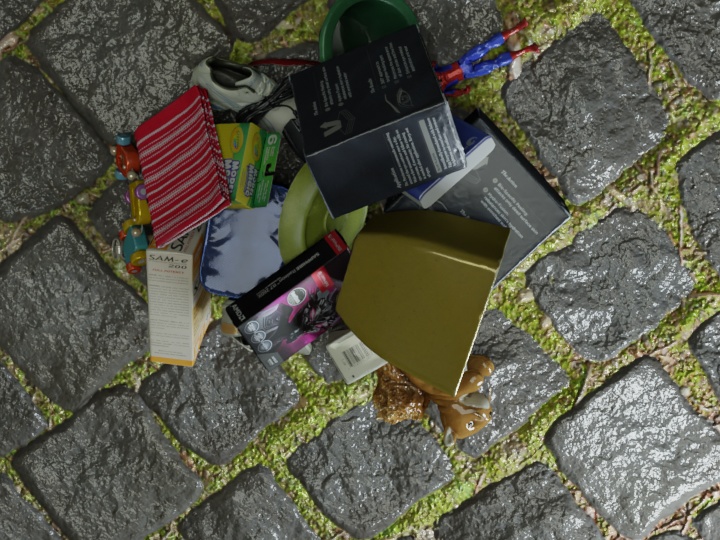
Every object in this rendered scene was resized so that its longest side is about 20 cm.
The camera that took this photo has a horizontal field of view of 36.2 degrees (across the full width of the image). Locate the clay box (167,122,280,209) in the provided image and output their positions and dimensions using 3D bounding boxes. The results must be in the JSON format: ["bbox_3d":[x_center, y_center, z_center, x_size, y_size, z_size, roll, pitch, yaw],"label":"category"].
[{"bbox_3d":[-0.209,-0.149,1.579,0.197,0.047,0.117,2,77,36],"label":"clay box"}]

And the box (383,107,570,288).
[{"bbox_3d":[0.171,-0.095,1.631,0.200,0.118,0.197,-43,98,14],"label":"box"}]

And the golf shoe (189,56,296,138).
[{"bbox_3d":[-0.152,-0.256,1.616,0.197,0.097,0.080,16,74,-12],"label":"golf shoe"}]

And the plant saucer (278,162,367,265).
[{"bbox_3d":[-0.045,-0.081,1.624,0.031,0.199,0.203,23,108,32],"label":"plant saucer"}]

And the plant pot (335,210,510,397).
[{"bbox_3d":[0.078,0.022,1.510,0.197,0.196,0.197,19,109,6],"label":"plant pot"}]

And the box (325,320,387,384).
[{"bbox_3d":[0.005,0.092,1.658,0.081,0.200,0.069,-29,101,10],"label":"box"}]

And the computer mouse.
[{"bbox_3d":[-0.095,-0.183,1.629,0.139,0.046,0.201,-27,131,14],"label":"computer mouse"}]

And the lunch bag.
[{"bbox_3d":[-0.160,-0.041,1.670,0.133,0.132,0.204,12,97,4],"label":"lunch bag"}]

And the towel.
[{"bbox_3d":[-0.258,-0.150,1.570,0.143,0.022,0.203,-29,62,26],"label":"towel"}]

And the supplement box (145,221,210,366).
[{"bbox_3d":[-0.274,0.026,1.675,0.072,0.127,0.203,7,123,3],"label":"supplement box"}]

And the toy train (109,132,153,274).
[{"bbox_3d":[-0.341,-0.100,1.689,0.055,0.150,0.203,-6,116,-27],"label":"toy train"}]

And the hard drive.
[{"bbox_3d":[0.082,-0.172,1.542,0.132,0.200,0.025,-41,128,-7],"label":"hard drive"}]

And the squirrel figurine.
[{"bbox_3d":[0.115,0.178,1.726,0.197,0.142,0.189,-12,115,22],"label":"squirrel figurine"}]

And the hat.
[{"bbox_3d":[-0.032,-0.339,1.641,0.198,0.175,0.168,17,92,-32],"label":"hat"}]

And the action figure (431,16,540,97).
[{"bbox_3d":[0.160,-0.297,1.599,0.197,0.099,0.066,-25,101,13],"label":"action figure"}]

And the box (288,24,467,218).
[{"bbox_3d":[0.020,-0.203,1.483,0.197,0.198,0.118,-20,132,6],"label":"box"}]

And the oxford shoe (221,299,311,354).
[{"bbox_3d":[-0.148,0.102,1.695,0.074,0.199,0.059,7,75,37],"label":"oxford shoe"}]

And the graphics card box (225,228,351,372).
[{"bbox_3d":[-0.086,0.045,1.601,0.198,0.051,0.126,-34,140,-5],"label":"graphics card box"}]
